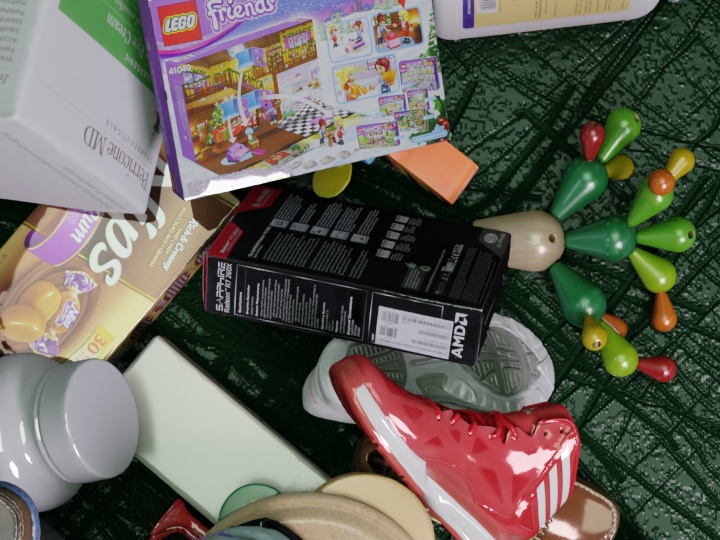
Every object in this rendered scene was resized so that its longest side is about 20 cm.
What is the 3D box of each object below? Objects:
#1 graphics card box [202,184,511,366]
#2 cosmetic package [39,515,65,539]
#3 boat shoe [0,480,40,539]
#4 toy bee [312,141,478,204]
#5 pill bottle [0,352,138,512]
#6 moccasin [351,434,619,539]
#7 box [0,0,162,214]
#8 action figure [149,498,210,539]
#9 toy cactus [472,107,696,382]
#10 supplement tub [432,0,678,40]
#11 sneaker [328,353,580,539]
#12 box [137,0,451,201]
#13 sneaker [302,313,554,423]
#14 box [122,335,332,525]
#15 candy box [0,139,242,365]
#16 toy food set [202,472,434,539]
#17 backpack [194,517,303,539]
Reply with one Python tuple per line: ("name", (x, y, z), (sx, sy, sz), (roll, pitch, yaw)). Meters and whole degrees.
("graphics card box", (0.000, 0.000, 1.147), (0.199, 0.126, 0.051), (10, 118, 10))
("cosmetic package", (-0.241, 0.285, 1.109), (0.165, 0.200, 0.165), (43, 87, 5))
("boat shoe", (-0.260, 0.221, 0.978), (0.072, 0.072, 0.201), (28, 85, 4))
("toy bee", (-0.002, -0.131, 1.200), (0.131, 0.109, 0.201), (-34, 112, -8))
("pill bottle", (-0.258, 0.119, 1.130), (0.199, 0.111, 0.112), (-13, 85, 27))
("moccasin", (0.093, 0.159, 1.174), (0.200, 0.078, 0.074), (23, 84, -5))
("box", (-0.253, -0.155, 1.113), (0.199, 0.199, 0.172), (8, 77, 20))
("action figure", (-0.072, 0.251, 1.180), (0.200, 0.065, 0.052), (38, 65, 4))
("toy cactus", (0.164, -0.019, 1.192), (0.164, 0.102, 0.202), (-1, 94, 10))
("supplement tub", (0.142, -0.250, 1.175), (0.198, 0.145, 0.147), (-7, 86, 0))
("sneaker", (0.072, 0.103, 1.093), (0.115, 0.078, 0.200), (-41, 120, -3))
("box", (-0.042, -0.137, 1.104), (0.199, 0.039, 0.138), (-14, 107, -17))
("sneaker", (0.046, 0.077, 1.187), (0.199, 0.099, 0.078), (3, 74, -25))
("box", (-0.096, 0.141, 1.185), (0.200, 0.068, 0.082), (41, 87, 4))
("candy box", (-0.192, -0.010, 1.204), (0.117, 0.056, 0.200), (41, 88, 4))
("toy food set", (-0.040, 0.241, 1.120), (0.196, 0.049, 0.201), (-8, 101, 1))
("backpack", (-0.054, 0.261, 1.035), (0.166, 0.127, 0.201), (-33, 96, 9))
